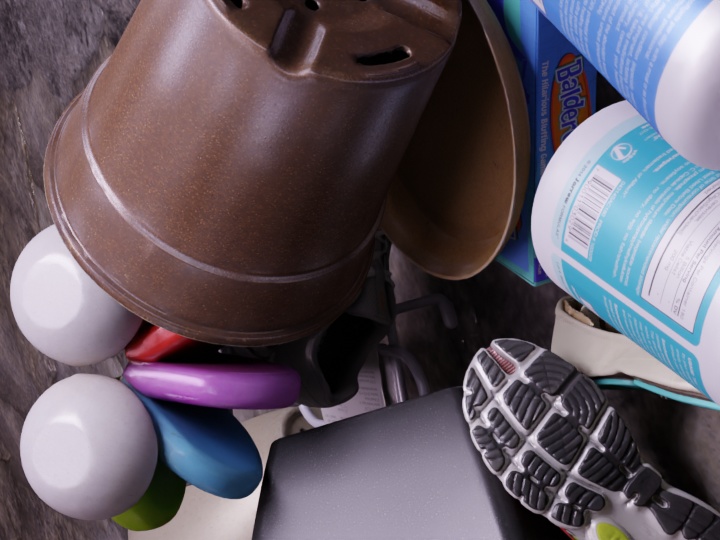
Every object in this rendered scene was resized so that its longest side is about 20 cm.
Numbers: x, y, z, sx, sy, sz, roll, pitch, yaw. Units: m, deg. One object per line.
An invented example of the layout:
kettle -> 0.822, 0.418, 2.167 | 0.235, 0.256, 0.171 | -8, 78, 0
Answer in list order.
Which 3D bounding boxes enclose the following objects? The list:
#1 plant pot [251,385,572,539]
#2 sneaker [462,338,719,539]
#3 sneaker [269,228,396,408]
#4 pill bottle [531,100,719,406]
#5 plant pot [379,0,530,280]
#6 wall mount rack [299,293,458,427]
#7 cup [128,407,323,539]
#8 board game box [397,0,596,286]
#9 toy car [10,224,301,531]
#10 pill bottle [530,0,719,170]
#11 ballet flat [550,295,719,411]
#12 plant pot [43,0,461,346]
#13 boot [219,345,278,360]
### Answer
plant pot -> 0.045, 0.180, 1.088 | 0.199, 0.200, 0.178 | -18, 68, 22
sneaker -> 0.128, 0.123, 1.013 | 0.200, 0.077, 0.085 | 46, 171, 0
sneaker -> 0.000, 0.000, 1.185 | 0.092, 0.075, 0.201 | 12, 84, 57
pill bottle -> 0.178, 0.002, 0.857 | 0.200, 0.110, 0.111 | 41, 140, 47
plant pot -> 0.040, -0.094, 1.021 | 0.200, 0.027, 0.201 | 41, 139, 48
wall mount rack -> 0.028, 0.104, 1.261 | 0.200, 0.074, 0.175 | -1, 101, 63
cup -> -0.055, 0.186, 1.366 | 0.143, 0.200, 0.201 | -53, 55, 28
board game box -> 0.072, -0.112, 1.027 | 0.152, 0.045, 0.201 | 37, 136, 49
toy car -> -0.108, 0.053, 1.065 | 0.149, 0.175, 0.201 | -3, 91, 18
pill bottle -> 0.161, -0.116, 0.819 | 0.200, 0.112, 0.113 | 54, 148, 36
ballet flat -> 0.164, 0.039, 0.968 | 0.200, 0.069, 0.070 | 4, 109, 63
plant pot -> -0.050, -0.095, 0.969 | 0.201, 0.200, 0.198 | 61, 144, 22
boot -> -0.079, -0.029, 1.182 | 0.132, 0.070, 0.201 | -41, 45, 34
